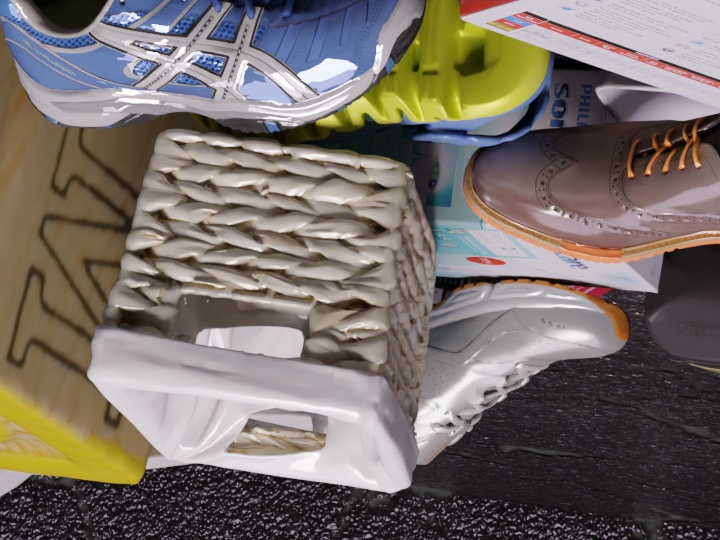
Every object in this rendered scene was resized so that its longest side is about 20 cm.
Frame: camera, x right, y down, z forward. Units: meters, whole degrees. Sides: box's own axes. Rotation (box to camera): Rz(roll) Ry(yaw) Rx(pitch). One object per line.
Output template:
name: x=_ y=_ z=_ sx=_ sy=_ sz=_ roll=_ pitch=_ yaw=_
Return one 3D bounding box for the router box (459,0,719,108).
router box: x=0.170 y=-0.108 z=0.945 sx=0.199 sy=0.049 sz=0.179 roll=15 pitch=167 yaw=-32

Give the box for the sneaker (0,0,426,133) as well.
sneaker: x=-0.069 y=-0.108 z=1.064 sx=0.199 sy=0.076 sz=0.077 roll=-7 pitch=144 yaw=18

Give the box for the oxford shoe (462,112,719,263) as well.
oxford shoe: x=0.144 y=-0.049 z=1.106 sx=0.199 sy=0.072 sz=0.073 roll=2 pitch=150 yaw=9

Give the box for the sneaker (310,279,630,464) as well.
sneaker: x=0.057 y=0.059 z=1.330 sx=0.199 sy=0.093 sz=0.076 roll=-8 pitch=165 yaw=33

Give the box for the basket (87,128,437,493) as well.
basket: x=-0.037 y=0.022 z=1.153 sx=0.135 sy=0.124 sz=0.200 roll=8 pitch=166 yaw=8

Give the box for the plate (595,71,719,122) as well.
plate: x=0.229 y=-0.066 z=1.166 sx=0.198 sy=0.033 sz=0.200 roll=6 pitch=169 yaw=20

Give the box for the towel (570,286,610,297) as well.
towel: x=0.072 y=0.020 z=1.613 sx=0.199 sy=0.023 sz=0.145 roll=-9 pitch=172 yaw=-8

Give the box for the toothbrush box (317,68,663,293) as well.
toothbrush box: x=0.048 y=-0.049 z=1.259 sx=0.199 sy=0.086 sz=0.146 roll=3 pitch=169 yaw=20

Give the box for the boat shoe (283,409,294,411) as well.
boat shoe: x=-0.078 y=-0.012 z=1.335 sx=0.071 sy=0.200 sz=0.069 roll=-34 pitch=157 yaw=-2

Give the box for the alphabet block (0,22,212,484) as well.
alphabet block: x=-0.205 y=-0.021 z=1.233 sx=0.194 sy=0.201 sz=0.196 roll=2 pitch=159 yaw=27

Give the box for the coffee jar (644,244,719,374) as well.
coffee jar: x=0.262 y=0.033 z=1.512 sx=0.104 sy=0.086 sz=0.200 roll=5 pitch=170 yaw=37

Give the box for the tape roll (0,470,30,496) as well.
tape roll: x=-0.291 y=0.042 z=1.587 sx=0.202 sy=0.204 sz=0.139 roll=14 pitch=-157 yaw=-26

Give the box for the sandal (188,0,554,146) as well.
sandal: x=0.008 y=-0.087 z=1.122 sx=0.199 sy=0.080 sz=0.087 roll=5 pitch=172 yaw=29

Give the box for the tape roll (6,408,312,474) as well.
tape roll: x=-0.118 y=0.087 z=1.434 sx=0.201 sy=0.037 sz=0.203 roll=-7 pitch=169 yaw=-1

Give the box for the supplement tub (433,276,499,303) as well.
supplement tub: x=0.000 y=0.000 z=1.453 sx=0.199 sy=0.123 sz=0.123 roll=10 pitch=169 yaw=-5
